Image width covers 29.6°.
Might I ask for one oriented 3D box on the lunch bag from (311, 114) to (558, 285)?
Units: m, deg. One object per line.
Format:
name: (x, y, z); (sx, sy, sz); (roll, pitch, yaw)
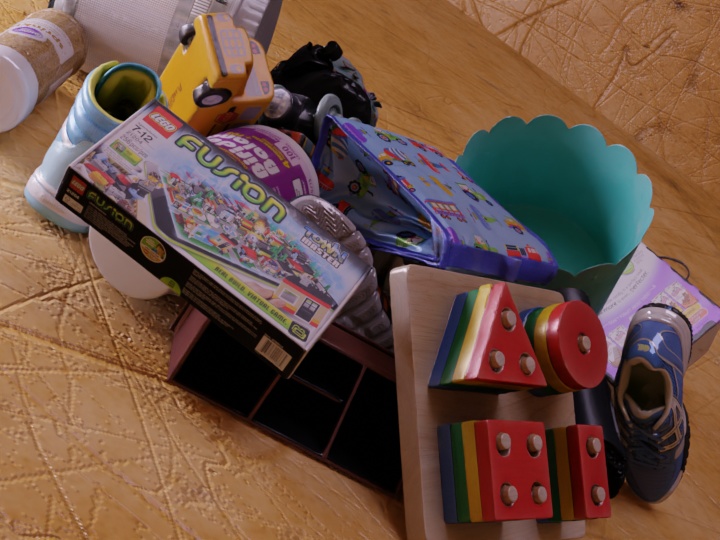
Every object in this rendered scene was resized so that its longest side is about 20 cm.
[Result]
lunch bag: (0.066, -0.043, 1.144); (0.150, 0.095, 0.200); (11, 16, -46)

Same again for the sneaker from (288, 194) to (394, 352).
sneaker: (-0.021, 0.016, 1.114); (0.201, 0.077, 0.112); (64, -3, -25)

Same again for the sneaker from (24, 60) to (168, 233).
sneaker: (-0.190, -0.114, 1.096); (0.079, 0.131, 0.200); (32, 18, -7)

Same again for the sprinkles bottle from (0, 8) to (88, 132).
sprinkles bottle: (-0.290, -0.175, 1.167); (0.068, 0.068, 0.200); (32, 19, -9)

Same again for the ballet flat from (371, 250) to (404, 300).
ballet flat: (0.000, 0.000, 1.242); (0.199, 0.072, 0.072); (19, 25, -40)

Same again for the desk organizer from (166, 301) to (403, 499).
desk organizer: (-0.038, 0.080, 0.989); (0.199, 0.072, 0.077); (29, 22, -17)

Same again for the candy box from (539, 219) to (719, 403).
candy box: (0.253, 0.043, 1.439); (0.167, 0.072, 0.200); (-32, 63, -29)

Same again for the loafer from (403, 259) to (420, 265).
loafer: (0.022, -0.064, 1.422); (0.071, 0.073, 0.200); (20, 24, -36)

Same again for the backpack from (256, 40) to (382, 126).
backpack: (-0.055, -0.158, 1.424); (0.127, 0.167, 0.200); (48, 12, -16)

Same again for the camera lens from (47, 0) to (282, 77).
camera lens: (-0.190, -0.249, 1.319); (0.199, 0.161, 0.160); (21, 20, -1)

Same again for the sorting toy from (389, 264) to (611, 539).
sorting toy: (0.118, 0.100, 1.021); (0.199, 0.069, 0.201); (10, 72, -46)

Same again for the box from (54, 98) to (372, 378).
box: (-0.098, -0.025, 0.938); (0.199, 0.035, 0.110); (37, 41, 1)

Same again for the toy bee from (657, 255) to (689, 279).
toy bee: (0.295, 0.071, 1.557); (0.198, 0.109, 0.131); (-6, 47, -25)

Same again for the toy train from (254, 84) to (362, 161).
toy train: (-0.044, -0.090, 1.246); (0.085, 0.115, 0.200); (13, -12, 24)

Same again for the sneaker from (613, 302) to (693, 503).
sneaker: (0.256, 0.131, 1.234); (0.075, 0.201, 0.077); (7, 30, 27)

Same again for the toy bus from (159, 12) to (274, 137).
toy bus: (-0.132, -0.140, 1.154); (0.078, 0.200, 0.066); (-5, 70, -29)

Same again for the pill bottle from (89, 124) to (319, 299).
pill bottle: (-0.121, -0.044, 1.063); (0.112, 0.113, 0.200); (39, 27, 10)

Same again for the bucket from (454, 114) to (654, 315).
bucket: (0.178, -0.040, 1.359); (0.205, 0.135, 0.208); (3, 54, -5)

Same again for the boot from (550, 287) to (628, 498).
boot: (0.191, 0.135, 1.228); (0.201, 0.076, 0.169); (77, 8, -56)
